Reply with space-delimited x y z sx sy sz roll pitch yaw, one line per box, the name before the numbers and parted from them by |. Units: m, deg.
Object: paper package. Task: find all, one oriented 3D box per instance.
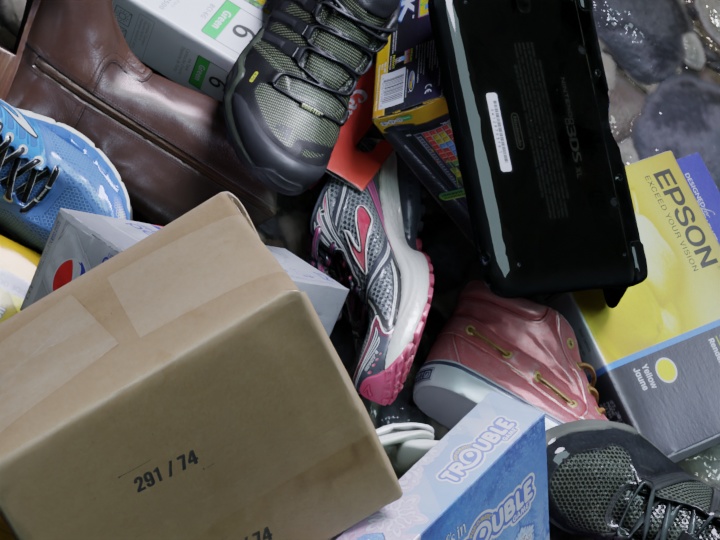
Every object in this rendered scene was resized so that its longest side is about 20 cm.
paper package | -0.106 0.089 1.522 0.200 0.191 0.103 -31 43 -7

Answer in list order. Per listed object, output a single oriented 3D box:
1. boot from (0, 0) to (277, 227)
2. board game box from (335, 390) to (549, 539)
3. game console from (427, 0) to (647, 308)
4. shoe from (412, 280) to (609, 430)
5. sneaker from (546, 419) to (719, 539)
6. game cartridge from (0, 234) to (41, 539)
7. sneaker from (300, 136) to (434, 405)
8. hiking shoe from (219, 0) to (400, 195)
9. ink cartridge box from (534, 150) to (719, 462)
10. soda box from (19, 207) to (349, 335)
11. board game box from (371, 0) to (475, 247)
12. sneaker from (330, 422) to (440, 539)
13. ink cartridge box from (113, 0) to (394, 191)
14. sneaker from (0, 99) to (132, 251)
boot | -0.117 -0.122 1.717 0.200 0.187 0.064 29 14 -13
board game box | 0.040 0.205 1.633 0.043 0.199 0.200 21 44 31
game console | 0.106 -0.075 1.775 0.176 0.116 0.200 -6 80 -34
shoe | 0.134 0.088 1.809 0.200 0.071 0.091 31 62 -10
sneaker | 0.192 0.156 1.717 0.199 0.114 0.076 31 91 -30
game cartridge | -0.232 0.054 1.629 0.200 0.032 0.177 28 56 -20
sneaker | 0.000 0.000 1.770 0.074 0.081 0.200 7 48 -14
hiking shoe | -0.024 -0.140 1.694 0.076 0.101 0.200 25 53 -19
ink cartridge box | 0.215 0.021 1.912 0.200 0.047 0.198 -21 78 -34
soda box | -0.100 0.017 1.654 0.063 0.068 0.200 32 14 38
board game box | 0.074 -0.131 1.826 0.165 0.057 0.200 47 36 -42
sneaker | 0.046 0.142 1.705 0.200 0.116 0.074 1 65 -32
ink cartridge box | -0.055 -0.145 1.785 0.200 0.050 0.109 31 49 6
sneaker | -0.223 -0.068 1.646 0.200 0.079 0.089 36 14 -4
